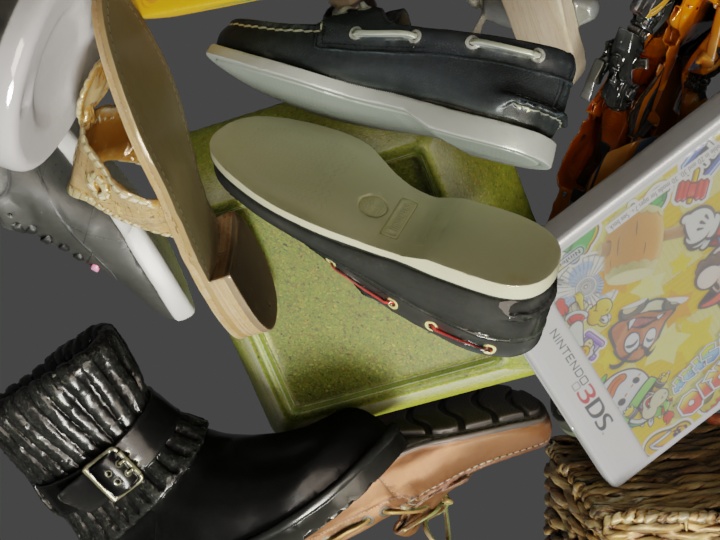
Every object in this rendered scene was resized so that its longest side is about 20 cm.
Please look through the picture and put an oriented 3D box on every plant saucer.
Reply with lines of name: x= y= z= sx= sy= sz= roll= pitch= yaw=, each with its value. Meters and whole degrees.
plant saucer: x=0.000 y=0.000 z=1.023 sx=0.198 sy=0.048 sz=0.201 roll=-16 pitch=111 yaw=18

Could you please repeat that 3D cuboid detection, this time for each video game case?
video game case: x=0.182 y=0.006 z=1.016 sx=0.199 sy=0.023 sz=0.182 roll=-37 pitch=129 yaw=-2

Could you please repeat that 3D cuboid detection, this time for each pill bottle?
pill bottle: x=-0.236 y=-0.133 z=0.904 sx=0.198 sy=0.114 sz=0.115 roll=20 pitch=102 yaw=8

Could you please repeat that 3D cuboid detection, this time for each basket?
basket: x=0.220 y=0.184 z=1.121 sx=0.198 sy=0.143 sz=0.150 roll=-5 pitch=108 yaw=-13

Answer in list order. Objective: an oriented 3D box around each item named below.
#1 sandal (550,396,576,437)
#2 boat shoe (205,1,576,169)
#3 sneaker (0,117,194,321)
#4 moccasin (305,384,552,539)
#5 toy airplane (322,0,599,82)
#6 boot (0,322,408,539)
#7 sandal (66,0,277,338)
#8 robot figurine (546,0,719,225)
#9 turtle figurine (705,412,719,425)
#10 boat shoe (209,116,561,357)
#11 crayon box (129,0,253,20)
sandal: x=0.203 y=0.035 z=1.110 sx=0.201 sy=0.080 sz=0.057 roll=-41 pitch=109 yaw=11
boat shoe: x=0.016 y=-0.104 z=0.936 sx=0.198 sy=0.076 sz=0.061 roll=18 pitch=86 yaw=19
sneaker: x=-0.181 y=-0.032 z=1.004 sx=0.099 sy=0.071 sz=0.200 roll=-38 pitch=105 yaw=2
moccasin: x=0.021 y=0.127 z=1.093 sx=0.200 sy=0.074 sz=0.078 roll=-24 pitch=112 yaw=-5
toy airplane: x=0.067 y=-0.205 z=0.970 sx=0.198 sy=0.142 sz=0.201 roll=25 pitch=133 yaw=-7
boot: x=-0.095 y=0.091 z=1.018 sx=0.210 sy=0.079 sz=0.159 roll=-29 pitch=95 yaw=12
sandal: x=-0.116 y=-0.043 z=0.946 sx=0.069 sy=0.078 sz=0.213 roll=-16 pitch=124 yaw=16
robot figurine: x=0.169 y=-0.086 z=1.042 sx=0.058 sy=0.145 sz=0.201 roll=30 pitch=111 yaw=24
turtle figurine: x=0.300 y=0.042 z=1.092 sx=0.200 sy=0.161 sz=0.065 roll=-40 pitch=138 yaw=-8
boat shoe: x=0.007 y=-0.018 z=0.937 sx=0.200 sy=0.074 sz=0.063 roll=25 pitch=137 yaw=18
crayon box: x=-0.066 y=-0.198 z=0.915 sx=0.198 sy=0.051 sz=0.127 roll=-6 pitch=98 yaw=31
